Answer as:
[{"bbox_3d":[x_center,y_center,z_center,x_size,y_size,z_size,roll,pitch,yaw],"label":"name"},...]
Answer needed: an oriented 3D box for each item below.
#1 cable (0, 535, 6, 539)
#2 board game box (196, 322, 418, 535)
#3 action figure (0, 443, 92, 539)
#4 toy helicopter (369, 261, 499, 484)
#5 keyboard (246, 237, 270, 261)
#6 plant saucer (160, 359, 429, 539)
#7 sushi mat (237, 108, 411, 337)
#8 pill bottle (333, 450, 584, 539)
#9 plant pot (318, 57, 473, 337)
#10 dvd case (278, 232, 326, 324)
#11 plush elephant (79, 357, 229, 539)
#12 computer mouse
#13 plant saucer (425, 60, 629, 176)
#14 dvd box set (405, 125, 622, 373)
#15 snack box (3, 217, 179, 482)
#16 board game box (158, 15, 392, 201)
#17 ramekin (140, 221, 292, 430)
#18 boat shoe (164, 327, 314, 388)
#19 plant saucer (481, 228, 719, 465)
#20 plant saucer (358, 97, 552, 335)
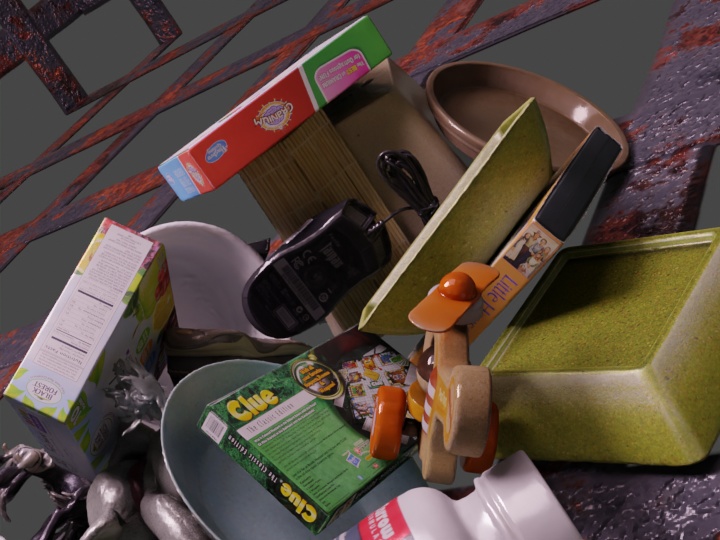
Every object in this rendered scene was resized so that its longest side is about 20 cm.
[{"bbox_3d":[-0.359,0.311,0.942,0.198,0.070,0.201,-27,23,17],"label":"cable"},{"bbox_3d":[-0.013,0.099,0.765,0.199,0.105,0.024,-24,-29,-58],"label":"board game box"},{"bbox_3d":[-0.283,0.190,0.942,0.103,0.200,0.119,-53,27,-9],"label":"action figure"},{"bbox_3d":[0.056,0.061,0.656,0.078,0.134,0.200,9,1,-2],"label":"toy helicopter"},{"bbox_3d":[-0.118,0.000,1.198,0.125,0.021,0.200,-13,-9,-14],"label":"keyboard"},{"bbox_3d":[-0.044,0.141,0.732,0.039,0.199,0.202,-57,11,28],"label":"plant saucer"},{"bbox_3d":[-0.018,-0.034,1.005,0.095,0.201,0.012,-33,9,2],"label":"sushi mat"},{"bbox_3d":[0.027,0.186,0.589,0.199,0.120,0.120,-34,22,0],"label":"pill bottle"},{"bbox_3d":[0.015,-0.088,1.093,0.198,0.178,0.201,-29,21,11],"label":"plant pot"},{"bbox_3d":[-0.064,-0.052,1.167,0.016,0.150,0.201,-20,24,7],"label":"dvd case"},{"bbox_3d":[-0.129,0.168,0.808,0.155,0.199,0.165,-45,14,34],"label":"plush elephant"},{"bbox_3d":[0.000,0.000,0.986,0.200,0.141,0.046,-42,20,3],"label":"computer mouse"},{"bbox_3d":[0.152,-0.134,1.043,0.201,0.198,0.030,-71,0,-57],"label":"plant saucer"},{"bbox_3d":[0.111,-0.005,0.848,0.200,0.029,0.147,-53,-2,42],"label":"dvd box set"},{"bbox_3d":[-0.192,0.068,0.842,0.200,0.052,0.143,101,-166,-68],"label":"snack box"},{"bbox_3d":[-0.081,-0.141,1.006,0.199,0.041,0.153,-40,12,-15],"label":"board game box"},{"bbox_3d":[-0.171,0.062,1.030,0.201,0.201,0.097,-46,18,-28],"label":"ramekin"},{"bbox_3d":[-0.100,0.091,0.941,0.074,0.074,0.199,1,-8,29],"label":"boat shoe"},{"bbox_3d":[0.171,0.040,0.762,0.199,0.048,0.200,-9,33,48],"label":"plant saucer"},{"bbox_3d":[0.078,-0.028,0.861,0.201,0.048,0.200,-53,1,2],"label":"plant saucer"}]
